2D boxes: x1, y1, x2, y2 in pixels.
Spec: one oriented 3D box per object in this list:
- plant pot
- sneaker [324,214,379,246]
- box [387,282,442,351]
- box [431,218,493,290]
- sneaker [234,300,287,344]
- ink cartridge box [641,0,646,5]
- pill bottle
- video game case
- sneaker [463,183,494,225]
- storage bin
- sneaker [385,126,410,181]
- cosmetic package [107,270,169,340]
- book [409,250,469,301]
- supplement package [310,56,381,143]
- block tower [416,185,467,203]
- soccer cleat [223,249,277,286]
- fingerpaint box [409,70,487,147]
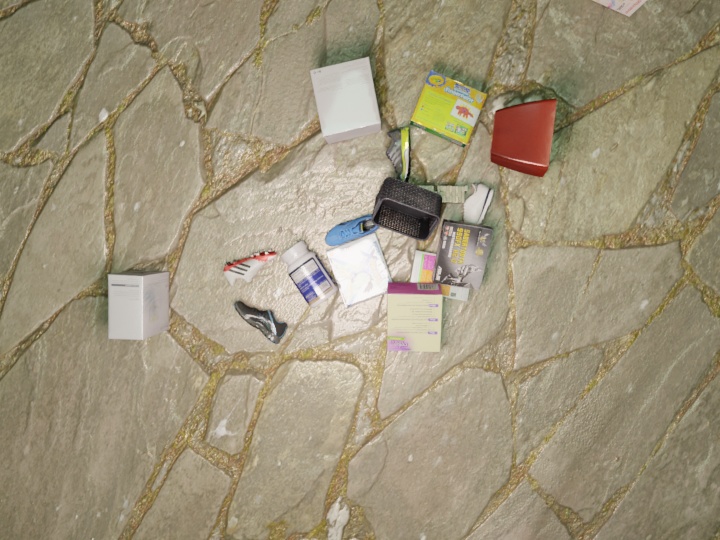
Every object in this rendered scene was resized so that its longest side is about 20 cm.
[{"bbox_3d":[0.495,-0.407,1.651,0.172,0.200,0.205,7,94,13],"label":"plant pot"},{"bbox_3d":[-0.029,-0.133,1.750,0.196,0.078,0.067,-20,94,6],"label":"sneaker"},{"bbox_3d":[0.171,0.149,1.720,0.172,0.097,0.204,0,111,3],"label":"box"},{"bbox_3d":[0.320,-0.049,1.690,0.155,0.048,0.204,9,108,-1],"label":"box"},{"bbox_3d":[-0.336,0.159,1.799,0.199,0.073,0.082,39,79,-5],"label":"sneaker"},{"bbox_3d":[0.805,-0.884,1.626,0.197,0.129,0.127,25,95,2],"label":"ink cartridge box"},{"bbox_3d":[-0.169,0.011,1.748,0.115,0.116,0.202,-34,91,5],"label":"pill bottle"},{"bbox_3d":[0.000,0.000,1.784,0.179,0.022,0.204,-20,93,5],"label":"video game case"},{"bbox_3d":[0.365,-0.181,1.734,0.079,0.076,0.204,23,91,14],"label":"sneaker"},{"bbox_3d":[0.146,-0.192,1.681,0.196,0.136,0.095,17,55,-9],"label":"storage bin"},{"bbox_3d":[0.122,-0.361,1.736,0.079,0.074,0.205,1,88,12],"label":"sneaker"},{"bbox_3d":[-0.718,0.109,1.743,0.120,0.199,0.205,3,94,3],"label":"cosmetic package"},{"bbox_3d":[0.265,0.016,1.759,0.195,0.048,0.137,11,92,1],"label":"book"},{"bbox_3d":[-0.042,-0.531,1.688,0.187,0.147,0.205,-11,93,4],"label":"supplement package"},{"bbox_3d":[0.247,-0.246,1.738,0.195,0.054,0.059,0,95,4],"label":"block tower"},{"bbox_3d":[-0.363,-0.009,1.786,0.196,0.069,0.087,-18,101,7],"label":"soccer cleat"},{"bbox_3d":[0.278,-0.514,1.708,0.197,0.073,0.170,22,96,1],"label":"fingerpaint box"}]
